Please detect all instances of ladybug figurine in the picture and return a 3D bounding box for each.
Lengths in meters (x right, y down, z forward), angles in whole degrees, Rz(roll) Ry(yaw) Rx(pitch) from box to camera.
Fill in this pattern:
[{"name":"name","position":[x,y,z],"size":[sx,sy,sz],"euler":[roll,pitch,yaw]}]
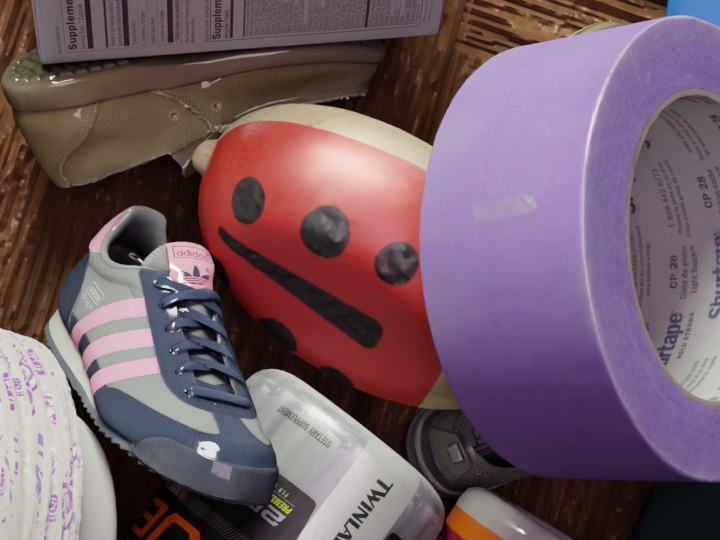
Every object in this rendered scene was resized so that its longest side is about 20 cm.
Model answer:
[{"name":"ladybug figurine","position":[0.000,0.000,0.720],"size":[0.199,0.136,0.072],"euler":[30,40,7]}]

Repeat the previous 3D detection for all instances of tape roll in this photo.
[{"name":"tape roll","position":[0.120,-0.007,0.672],"size":[0.199,0.084,0.202],"euler":[7,81,-49]}]

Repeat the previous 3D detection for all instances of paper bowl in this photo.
[{"name":"paper bowl","position":[-0.182,0.125,0.670],"size":[0.104,0.200,0.203],"euler":[18,80,-35]}]

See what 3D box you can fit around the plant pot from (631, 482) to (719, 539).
[{"name":"plant pot","position":[0.233,0.129,0.770],"size":[0.140,0.141,0.201],"euler":[25,75,-6]}]

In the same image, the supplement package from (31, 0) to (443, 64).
[{"name":"supplement package","position":[-0.065,-0.211,0.717],"size":[0.198,0.151,0.153],"euler":[-6,53,-11]}]

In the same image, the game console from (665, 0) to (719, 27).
[{"name":"game console","position":[0.270,-0.186,0.796],"size":[0.169,0.118,0.201],"euler":[19,63,-10]}]

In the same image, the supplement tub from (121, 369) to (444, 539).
[{"name":"supplement tub","position":[-0.061,0.158,0.720],"size":[0.122,0.122,0.201],"euler":[38,79,-4]}]

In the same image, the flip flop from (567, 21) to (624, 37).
[{"name":"flip flop","position":[0.071,-0.059,0.798],"size":[0.200,0.058,0.081],"euler":[-46,134,1]}]

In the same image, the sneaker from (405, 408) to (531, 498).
[{"name":"sneaker","position":[0.123,0.065,0.782],"size":[0.199,0.082,0.075],"euler":[-28,89,-12]}]

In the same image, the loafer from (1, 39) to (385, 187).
[{"name":"loafer","position":[-0.082,-0.090,0.771],"size":[0.198,0.076,0.068],"euler":[-10,120,-18]}]

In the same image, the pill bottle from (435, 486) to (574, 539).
[{"name":"pill bottle","position":[0.049,0.217,0.735],"size":[0.109,0.110,0.201],"euler":[30,87,-5]}]

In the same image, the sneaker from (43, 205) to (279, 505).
[{"name":"sneaker","position":[-0.087,0.032,0.689],"size":[0.070,0.200,0.083],"euler":[19,102,-39]}]
